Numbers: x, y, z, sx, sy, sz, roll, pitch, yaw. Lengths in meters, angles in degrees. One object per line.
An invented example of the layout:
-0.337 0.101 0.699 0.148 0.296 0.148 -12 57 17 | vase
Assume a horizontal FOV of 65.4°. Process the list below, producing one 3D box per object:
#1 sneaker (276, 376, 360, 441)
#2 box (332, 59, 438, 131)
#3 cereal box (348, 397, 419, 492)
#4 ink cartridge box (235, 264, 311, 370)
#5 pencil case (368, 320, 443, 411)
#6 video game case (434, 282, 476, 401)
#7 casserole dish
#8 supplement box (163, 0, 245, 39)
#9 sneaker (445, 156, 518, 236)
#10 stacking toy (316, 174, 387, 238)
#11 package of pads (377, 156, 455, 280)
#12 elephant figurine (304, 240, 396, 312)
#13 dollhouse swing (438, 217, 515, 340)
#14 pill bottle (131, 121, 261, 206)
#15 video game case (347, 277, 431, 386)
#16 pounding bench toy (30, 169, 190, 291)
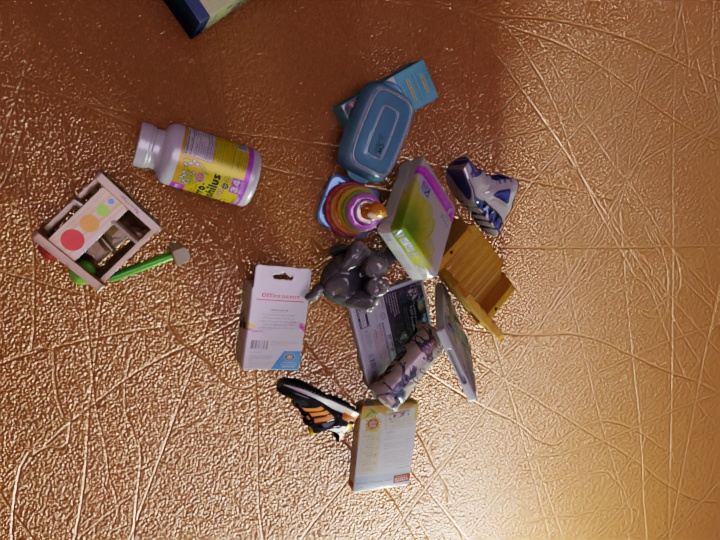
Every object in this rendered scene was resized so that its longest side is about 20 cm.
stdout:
-0.096 0.292 1.154 0.200 0.070 0.090 30 85 -28 | sneaker
0.050 -0.332 1.106 0.199 0.049 0.083 -34 112 -15 | box
0.051 0.388 1.255 0.143 0.039 0.201 3 100 -24 | cereal box
-0.168 0.085 1.082 0.114 0.068 0.201 5 99 -25 | ink cartridge box
0.099 0.202 1.189 0.078 0.089 0.200 39 86 -16 | pencil case
0.202 0.146 1.198 0.022 0.200 0.183 -21 112 15 | video game case
0.035 -0.261 1.065 0.121 0.039 0.201 21 93 -27 | casserole dish
-0.244 -0.522 0.890 0.200 0.134 0.200 -40 113 -11 | supplement box
0.275 -0.183 1.226 0.115 0.080 0.200 -48 121 -12 | sneaker
0.003 -0.112 1.044 0.116 0.200 0.110 19 92 -21 | stacking toy
0.115 -0.099 1.111 0.155 0.068 0.201 51 45 -36 | package of pads
0.000 0.000 1.119 0.154 0.200 0.142 26 106 -3 | elephant figurine
0.264 0.017 1.198 0.182 0.176 0.200 -47 114 -10 | dollhouse swing
-0.278 -0.185 0.960 0.199 0.104 0.105 14 94 -25 | pill bottle
0.072 0.131 1.223 0.181 0.023 0.201 -18 106 -19 | video game case
-0.404 -0.037 0.922 0.156 0.124 0.200 -47 115 -8 | pounding bench toy
